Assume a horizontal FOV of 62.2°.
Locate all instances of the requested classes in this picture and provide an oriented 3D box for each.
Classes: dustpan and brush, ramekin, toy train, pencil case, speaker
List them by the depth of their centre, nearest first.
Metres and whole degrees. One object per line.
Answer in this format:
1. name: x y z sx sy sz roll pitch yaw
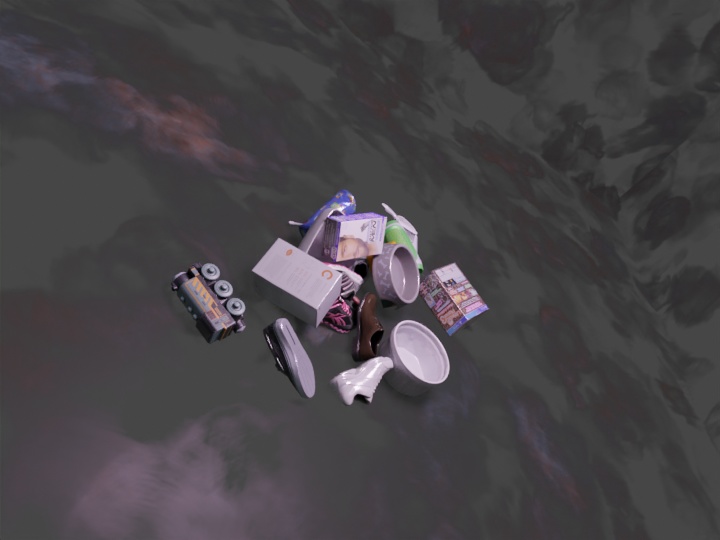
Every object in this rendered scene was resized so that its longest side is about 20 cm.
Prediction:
1. toy train: -0.354 0.073 1.390 0.113 0.085 0.201 -29 76 -44
2. ramekin: 0.142 0.253 1.672 0.198 0.105 0.203 27 38 -23
3. pencil case: -0.093 -0.152 1.761 0.086 0.078 0.200 38 62 12
4. speaker: 0.138 -0.068 2.009 0.087 0.089 0.203 2 52 -43
5. dustpan and brush: 0.141 -0.163 2.117 0.198 0.057 0.141 34 28 -14

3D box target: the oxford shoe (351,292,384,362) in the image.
1. oxford shoe: 0.032 0.153 1.638 0.073 0.083 0.204 42 45 -50

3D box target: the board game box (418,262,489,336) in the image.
1. board game box: 0.308 0.094 2.003 0.158 0.097 0.202 -15 65 -50

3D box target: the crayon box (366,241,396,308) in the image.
1. crayon box: 0.083 -0.004 1.843 0.127 0.050 0.204 -37 111 -54

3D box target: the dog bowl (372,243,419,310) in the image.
1. dog bowl: 0.112 0.014 1.784 0.199 0.058 0.205 24 61 -52

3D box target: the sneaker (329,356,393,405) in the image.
1. sneaker: 0.013 0.291 1.537 0.197 0.078 0.101 -19 78 -35

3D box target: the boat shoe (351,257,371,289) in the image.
1. boat shoe: 0.000 0.000 1.818 0.072 0.069 0.200 44 35 1

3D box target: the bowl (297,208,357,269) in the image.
1. bowl: -0.095 -0.059 1.676 0.074 0.202 0.200 19 -19 39

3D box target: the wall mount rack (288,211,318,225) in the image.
1. wall mount rack: -0.118 -0.110 1.817 0.171 0.075 0.202 -21 64 -16

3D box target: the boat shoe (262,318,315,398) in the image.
1. boat shoe: -0.171 0.215 1.434 0.072 0.070 0.204 -23 91 -66

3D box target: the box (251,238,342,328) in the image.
1. box: -0.161 0.031 1.520 0.197 0.098 0.125 29 58 13

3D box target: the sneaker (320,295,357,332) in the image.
1. sneaker: -0.065 0.107 1.626 0.197 0.096 0.080 15 42 -36

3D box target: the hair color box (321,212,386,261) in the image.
1. hair color box: -0.014 -0.095 1.653 0.064 0.112 0.198 22 22 38

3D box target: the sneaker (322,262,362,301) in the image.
1. sneaker: -0.064 0.035 1.634 0.199 0.072 0.089 27 77 -58

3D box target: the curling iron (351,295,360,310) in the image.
1. curling iron: -0.054 0.057 1.735 0.201 0.050 0.025 49 35 15
